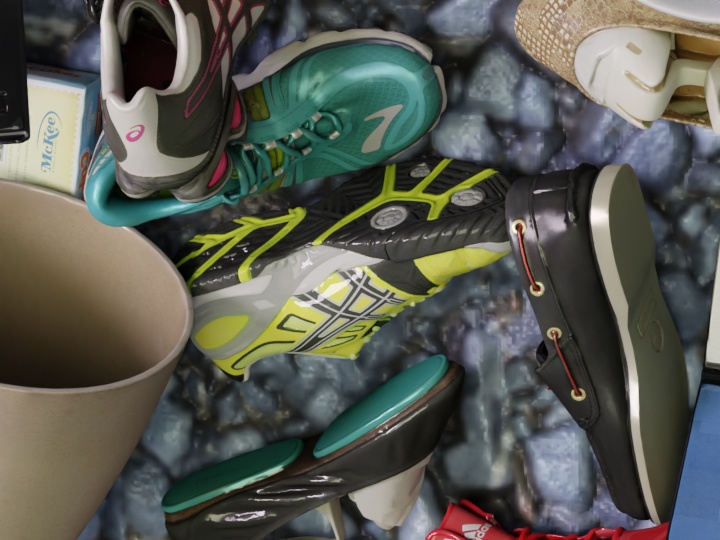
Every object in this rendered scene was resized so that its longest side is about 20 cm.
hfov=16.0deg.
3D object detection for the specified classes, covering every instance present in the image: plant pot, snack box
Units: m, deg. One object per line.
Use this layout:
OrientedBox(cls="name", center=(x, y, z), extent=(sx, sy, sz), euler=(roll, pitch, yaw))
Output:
OrientedBox(cls="plant pot", center=(-0.199, 0.085, 1.306), extent=(0.187, 0.187, 0.200), euler=(22, 120, 8))
OrientedBox(cls="snack box", center=(-0.206, -0.015, 1.382), extent=(0.116, 0.037, 0.200), euler=(11, 106, 10))

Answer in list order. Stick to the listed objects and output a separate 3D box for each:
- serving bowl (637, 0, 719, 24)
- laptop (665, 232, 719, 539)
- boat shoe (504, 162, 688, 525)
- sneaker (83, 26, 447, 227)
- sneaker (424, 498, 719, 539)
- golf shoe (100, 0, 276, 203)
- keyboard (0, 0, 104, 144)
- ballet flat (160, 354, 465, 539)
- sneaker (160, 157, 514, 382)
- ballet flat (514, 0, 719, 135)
OrientedBox(cls="serving bowl", center=(0.181, -0.219, 1.215), extent=(0.200, 0.066, 0.200), euler=(3, 101, 13))
OrientedBox(cls="laptop", center=(0.255, 0.048, 1.233), extent=(0.187, 0.116, 0.200), euler=(9, 103, 12))
OrientedBox(cls="boat shoe", center=(0.122, 0.039, 1.286), extent=(0.063, 0.074, 0.202), euler=(-3, 119, 26))
OrientedBox(cls="sneaker", center=(-0.049, -0.063, 1.304), extent=(0.200, 0.080, 0.078), euler=(-18, 112, 19))
OrientedBox(cls="sneaker", center=(0.094, 0.155, 1.306), extent=(0.116, 0.078, 0.200), euler=(47, 128, 4))
OrientedBox(cls="golf shoe", center=(-0.088, -0.133, 1.255), extent=(0.077, 0.088, 0.200), euler=(-5, 61, 12))
OrientedBox(cls="keyboard", center=(-0.181, -0.161, 1.250), extent=(0.127, 0.021, 0.200), euler=(-4, 86, -4))
OrientedBox(cls="ballet flat", center=(-0.014, 0.109, 1.354), extent=(0.200, 0.068, 0.068), euler=(-27, 106, 29))
OrientedBox(cls="sneaker", center=(0.000, 0.000, 1.325), extent=(0.200, 0.075, 0.076), euler=(-14, 121, 19))
OrientedBox(cls="ballet flat", center=(0.167, -0.095, 1.246), extent=(0.200, 0.065, 0.071), euler=(11, 131, 13))
